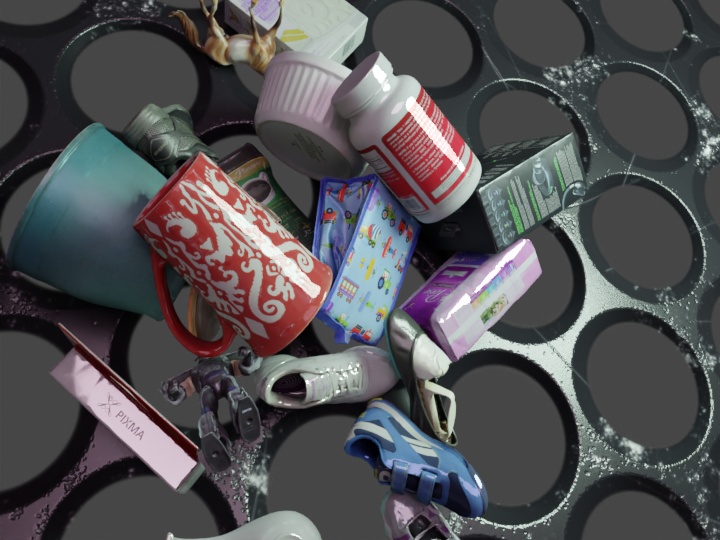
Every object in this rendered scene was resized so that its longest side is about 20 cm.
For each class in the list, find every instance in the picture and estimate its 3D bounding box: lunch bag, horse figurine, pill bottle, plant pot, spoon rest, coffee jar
[{"bbox_3d":[0.000,0.000,0.832,0.092,0.150,0.206,1,69,31],"label":"lunch bag"},{"bbox_3d":[-0.192,-0.361,0.963,0.193,0.135,0.051,9,46,1],"label":"horse figurine"},{"bbox_3d":[0.056,-0.167,0.785,0.200,0.111,0.114,45,62,-24],"label":"pill bottle"},{"bbox_3d":[-0.293,-0.041,0.772,0.185,0.199,0.204,32,64,-15],"label":"plant pot"},{"bbox_3d":[-0.135,0.333,0.728,0.195,0.060,0.102,14,66,-22],"label":"spoon rest"},{"bbox_3d":[-0.137,-0.076,0.868,0.103,0.086,0.202,-33,79,-19],"label":"coffee jar"}]

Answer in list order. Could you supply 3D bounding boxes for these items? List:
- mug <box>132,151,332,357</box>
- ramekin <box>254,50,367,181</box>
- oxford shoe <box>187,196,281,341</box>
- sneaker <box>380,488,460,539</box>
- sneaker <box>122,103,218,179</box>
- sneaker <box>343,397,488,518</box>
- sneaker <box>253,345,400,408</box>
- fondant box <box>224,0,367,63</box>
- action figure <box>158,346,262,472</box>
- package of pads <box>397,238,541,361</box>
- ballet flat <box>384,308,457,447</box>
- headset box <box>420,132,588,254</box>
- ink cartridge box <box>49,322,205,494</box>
[{"bbox_3d":[-0.154,-0.003,0.684,0.200,0.132,0.179,46,72,-23],"label":"mug"},{"bbox_3d":[-0.061,-0.206,0.883,0.198,0.203,0.096,25,76,-1],"label":"ramekin"},{"bbox_3d":[-0.163,0.009,0.793,0.071,0.071,0.205,25,103,12],"label":"oxford shoe"},{"bbox_3d":[0.108,0.337,0.725,0.077,0.140,0.201,-38,80,-23],"label":"sneaker"},{"bbox_3d":[-0.247,-0.166,0.847,0.076,0.200,0.115,-42,104,4],"label":"sneaker"},{"bbox_3d":[0.063,0.243,0.759,0.197,0.076,0.081,29,39,30],"label":"sneaker"},{"bbox_3d":[-0.038,0.146,0.790,0.193,0.100,0.078,-5,96,-10],"label":"sneaker"},{"bbox_3d":[-0.107,-0.415,1.026,0.198,0.058,0.145,37,66,5],"label":"fondant box"},{"bbox_3d":[-0.169,0.140,0.739,0.128,0.200,0.071,-30,119,-11],"label":"action figure"},{"bbox_3d":[0.148,0.033,0.867,0.199,0.119,0.077,-40,109,-23],"label":"package of pads"},{"bbox_3d":[0.087,0.142,0.796,0.068,0.067,0.206,-39,118,-53],"label":"ballet flat"},{"bbox_3d":[0.192,-0.108,0.895,0.197,0.173,0.095,-31,107,-22],"label":"headset box"},{"bbox_3d":[-0.263,0.163,0.694,0.199,0.177,0.045,40,66,6],"label":"ink cartridge box"}]
